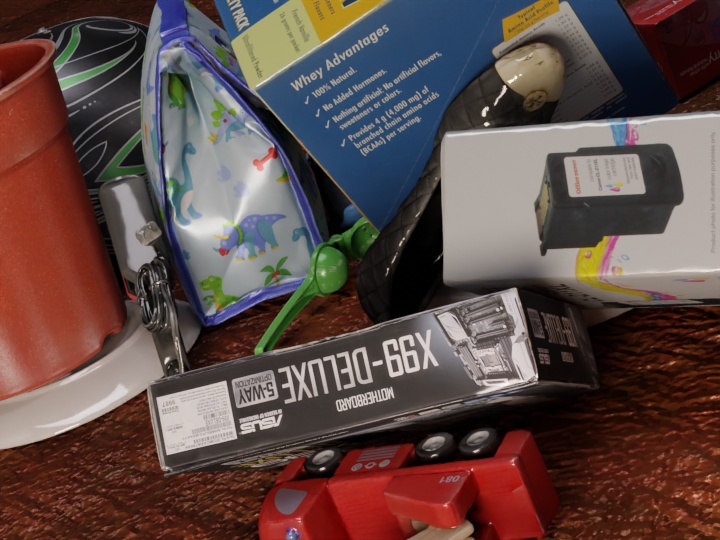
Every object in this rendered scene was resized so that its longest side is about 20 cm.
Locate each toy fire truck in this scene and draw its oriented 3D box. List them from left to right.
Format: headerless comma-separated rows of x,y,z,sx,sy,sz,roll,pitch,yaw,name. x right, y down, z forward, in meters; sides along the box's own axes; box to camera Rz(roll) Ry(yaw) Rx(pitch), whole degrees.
0.027,0.133,0.910,0.199,0.049,0.141,-10,25,30,toy fire truck

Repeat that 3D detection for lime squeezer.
0.000,0.000,1.312,0.199,0.038,0.071,-28,52,-20,lime squeezer

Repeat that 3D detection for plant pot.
-0.260,-0.027,1.319,0.200,0.196,0.201,-19,20,7,plant pot

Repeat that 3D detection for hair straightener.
-0.143,0.007,1.277,0.041,0.077,0.201,-12,48,-3,hair straightener

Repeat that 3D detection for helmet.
-0.219,-0.094,1.533,0.199,0.201,0.191,-12,30,23,helmet

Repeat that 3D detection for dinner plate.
-0.206,0.063,1.356,0.199,0.024,0.200,-18,19,7,dinner plate

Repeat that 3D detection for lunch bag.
-0.100,-0.090,1.381,0.127,0.201,0.170,-22,19,-1,lunch bag

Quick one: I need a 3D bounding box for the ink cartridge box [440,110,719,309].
0.158,-0.027,1.018,0.199,0.083,0.146,-3,-8,26,ink cartridge box

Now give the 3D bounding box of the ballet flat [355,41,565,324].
0.063,-0.045,1.121,0.066,0.200,0.057,12,33,-33,ballet flat

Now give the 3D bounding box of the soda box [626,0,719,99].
0.282,-0.201,1.481,0.200,0.064,0.070,-32,22,-25,soda box

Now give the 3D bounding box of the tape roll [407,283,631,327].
0.122,-0.017,1.214,0.202,0.037,0.203,-18,21,7,tape roll

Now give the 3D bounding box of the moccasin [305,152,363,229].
-0.003,-0.092,1.470,0.080,0.068,0.200,-26,15,1,moccasin

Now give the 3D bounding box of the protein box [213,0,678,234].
0.047,-0.144,1.159,0.198,0.200,0.135,-32,47,10,protein box

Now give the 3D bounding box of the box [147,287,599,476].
0.011,0.060,1.012,0.199,0.050,0.158,-15,-9,16,box
